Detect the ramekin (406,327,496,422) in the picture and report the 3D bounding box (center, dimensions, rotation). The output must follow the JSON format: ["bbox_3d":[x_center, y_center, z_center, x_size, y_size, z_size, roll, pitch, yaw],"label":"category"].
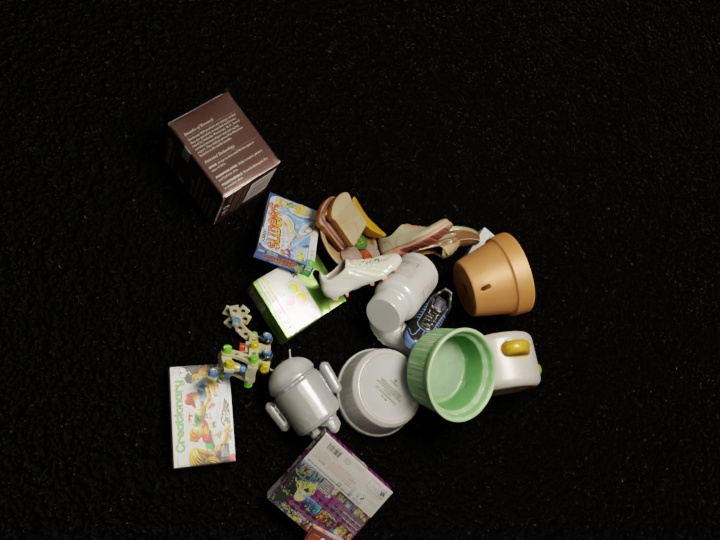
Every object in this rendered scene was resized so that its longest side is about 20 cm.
[{"bbox_3d":[0.195,0.222,1.466,0.197,0.097,0.204,-2,93,-33],"label":"ramekin"}]

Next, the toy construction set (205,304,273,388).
[{"bbox_3d":[-0.251,0.165,1.408,0.129,0.093,0.202,10,40,-12],"label":"toy construction set"}]

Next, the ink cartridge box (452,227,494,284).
[{"bbox_3d":[0.311,-0.008,1.744,0.099,0.039,0.201,39,61,-6],"label":"ink cartridge box"}]

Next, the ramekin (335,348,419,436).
[{"bbox_3d":[0.049,0.270,1.510,0.199,0.094,0.206,7,70,-21],"label":"ramekin"}]

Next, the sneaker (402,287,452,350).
[{"bbox_3d":[0.160,0.109,1.549,0.070,0.079,0.200,31,36,7],"label":"sneaker"}]

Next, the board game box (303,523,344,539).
[{"bbox_3d":[-0.039,0.614,1.375,0.198,0.019,0.104,31,91,-10],"label":"board game box"}]

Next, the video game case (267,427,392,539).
[{"bbox_3d":[-0.062,0.460,1.380,0.200,0.036,0.182,43,89,-11],"label":"video game case"}]

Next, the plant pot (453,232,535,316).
[{"bbox_3d":[0.313,0.024,1.615,0.138,0.200,0.203,-16,79,-10],"label":"plant pot"}]

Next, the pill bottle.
[{"bbox_3d":[0.096,0.053,1.559,0.114,0.114,0.200,46,42,-2],"label":"pill bottle"}]

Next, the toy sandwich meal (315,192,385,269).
[{"bbox_3d":[-0.019,-0.092,1.583,0.203,0.070,0.208,25,52,-35],"label":"toy sandwich meal"}]

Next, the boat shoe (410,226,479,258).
[{"bbox_3d":[0.209,-0.066,1.702,0.196,0.076,0.075,-1,69,-13],"label":"boat shoe"}]

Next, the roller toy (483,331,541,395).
[{"bbox_3d":[0.328,0.219,1.590,0.180,0.200,0.142,-15,72,19],"label":"roller toy"}]

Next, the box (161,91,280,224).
[{"bbox_3d":[-0.315,-0.247,1.491,0.164,0.166,0.201,-38,89,-27],"label":"box"}]

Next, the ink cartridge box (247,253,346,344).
[{"bbox_3d":[-0.135,0.049,1.517,0.199,0.076,0.149,-32,87,-27],"label":"ink cartridge box"}]

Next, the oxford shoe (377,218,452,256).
[{"bbox_3d":[0.128,-0.088,1.623,0.198,0.071,0.075,-25,73,17],"label":"oxford shoe"}]

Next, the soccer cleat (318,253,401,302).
[{"bbox_3d":[0.000,0.000,1.518,0.198,0.069,0.078,-25,109,-5],"label":"soccer cleat"}]

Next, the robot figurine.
[{"bbox_3d":[-0.121,0.270,1.427,0.169,0.113,0.201,-36,88,-2],"label":"robot figurine"}]

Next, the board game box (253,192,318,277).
[{"bbox_3d":[-0.165,-0.085,1.527,0.134,0.035,0.202,20,40,-16],"label":"board game box"}]

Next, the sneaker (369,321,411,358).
[{"bbox_3d":[0.110,0.160,1.581,0.199,0.080,0.077,38,64,-5],"label":"sneaker"}]

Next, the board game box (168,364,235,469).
[{"bbox_3d":[-0.329,0.298,1.376,0.124,0.035,0.203,-1,73,-23],"label":"board game box"}]
